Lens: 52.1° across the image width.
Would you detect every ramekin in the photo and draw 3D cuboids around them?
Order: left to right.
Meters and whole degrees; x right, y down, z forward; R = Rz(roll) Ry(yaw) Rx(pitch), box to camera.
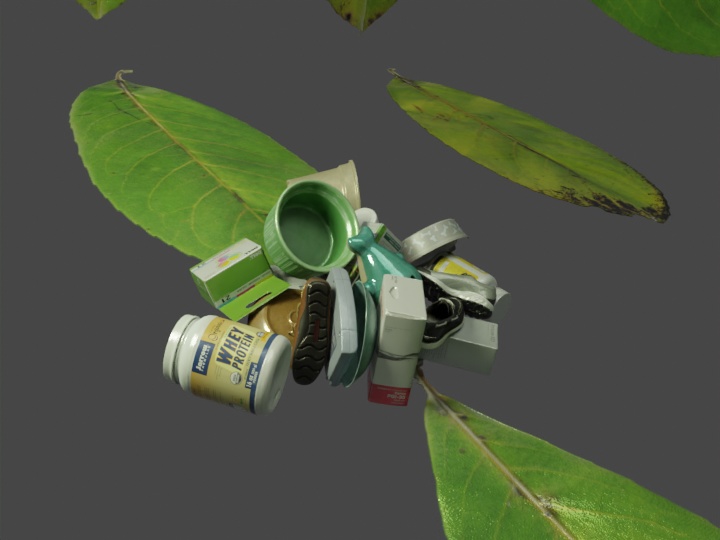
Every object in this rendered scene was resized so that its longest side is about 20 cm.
[{"bbox_3d":[-0.108,-0.079,1.552,0.197,0.097,0.204,11,68,-29],"label":"ramekin"}]

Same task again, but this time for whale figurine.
[{"bbox_3d":[0.054,0.001,1.503,0.103,0.202,0.159,-23,11,44],"label":"whale figurine"}]

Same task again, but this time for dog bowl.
[{"bbox_3d":[0.163,-0.058,1.788,0.198,0.200,0.059,-19,78,-42],"label":"dog bowl"}]

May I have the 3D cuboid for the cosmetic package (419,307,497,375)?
[{"bbox_3d":[0.188,0.145,1.562,0.196,0.072,0.102,13,29,4],"label":"cosmetic package"}]

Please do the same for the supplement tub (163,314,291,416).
[{"bbox_3d":[-0.235,0.164,1.311,0.196,0.147,0.145,15,29,8],"label":"supplement tub"}]

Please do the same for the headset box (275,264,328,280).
[{"bbox_3d":[-0.113,-0.052,1.711,0.198,0.094,0.175,25,19,-24],"label":"headset box"}]

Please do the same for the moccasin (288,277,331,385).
[{"bbox_3d":[-0.098,0.115,1.406,0.072,0.206,0.078,1,2,-13],"label":"moccasin"}]

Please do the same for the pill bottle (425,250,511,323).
[{"bbox_3d":[0.250,0.043,1.720,0.110,0.113,0.199,-19,39,-41],"label":"pill bottle"}]

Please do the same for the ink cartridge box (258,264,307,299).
[{"bbox_3d":[-0.163,0.057,1.625,0.107,0.051,0.201,-4,33,-25],"label":"ink cartridge box"}]

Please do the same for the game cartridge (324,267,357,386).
[{"bbox_3d":[-0.044,0.101,1.416,0.040,0.134,0.203,3,50,-14],"label":"game cartridge"}]

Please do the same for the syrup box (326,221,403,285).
[{"bbox_3d":[0.000,0.000,1.587,0.079,0.202,0.081,41,-16,-32],"label":"syrup box"}]

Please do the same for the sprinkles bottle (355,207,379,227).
[{"bbox_3d":[0.024,-0.056,1.728,0.067,0.201,0.069,-7,51,9],"label":"sprinkles bottle"}]

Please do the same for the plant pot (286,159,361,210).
[{"bbox_3d":[-0.101,-0.181,1.948,0.180,0.204,0.201,-7,31,-6],"label":"plant pot"}]

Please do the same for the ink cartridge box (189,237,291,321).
[{"bbox_3d":[-0.252,0.015,1.541,0.147,0.077,0.199,-32,27,-20],"label":"ink cartridge box"}]

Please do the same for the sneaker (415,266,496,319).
[{"bbox_3d":[0.207,0.038,1.631,0.197,0.074,0.080,23,58,11],"label":"sneaker"}]

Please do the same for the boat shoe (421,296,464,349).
[{"bbox_3d":[0.166,0.091,1.509,0.073,0.061,0.199,19,28,25],"label":"boat shoe"}]

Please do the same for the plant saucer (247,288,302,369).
[{"bbox_3d":[-0.129,0.107,1.493,0.196,0.036,0.203,12,47,-13],"label":"plant saucer"}]

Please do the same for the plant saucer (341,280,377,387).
[{"bbox_3d":[-0.001,0.123,1.407,0.038,0.204,0.202,8,28,-14],"label":"plant saucer"}]

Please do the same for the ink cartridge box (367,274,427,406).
[{"bbox_3d":[0.067,0.132,1.409,0.081,0.203,0.147,8,29,-4],"label":"ink cartridge box"}]
